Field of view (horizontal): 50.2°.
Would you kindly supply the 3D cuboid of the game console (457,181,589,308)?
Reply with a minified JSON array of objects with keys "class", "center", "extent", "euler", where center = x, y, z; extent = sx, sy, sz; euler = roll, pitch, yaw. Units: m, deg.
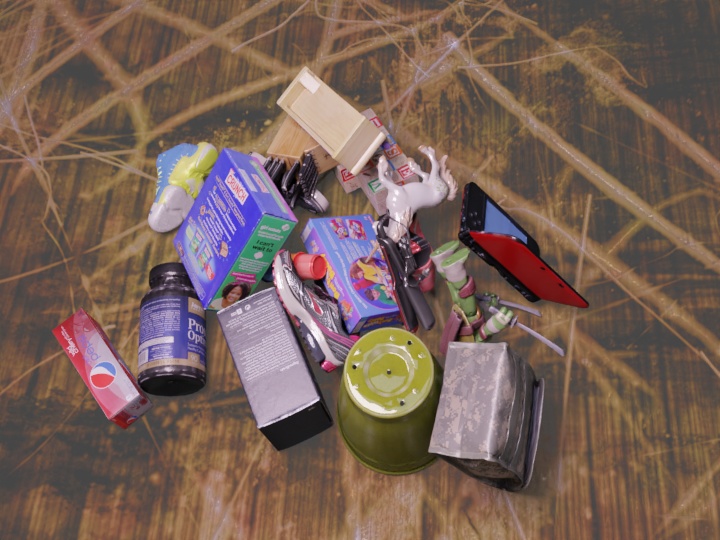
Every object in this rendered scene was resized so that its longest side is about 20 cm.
[{"class":"game console","center":[0.257,-0.042,1.195],"extent":[0.118,0.199,0.175],"euler":[-25,40,39]}]

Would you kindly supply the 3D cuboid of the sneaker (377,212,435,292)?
[{"class":"sneaker","center":[0.081,-0.037,1.315],"extent":[0.072,0.088,0.202],"euler":[-20,40,3]}]

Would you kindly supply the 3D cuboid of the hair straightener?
[{"class":"hair straightener","center":[0.079,-0.001,1.201],"extent":[0.076,0.041,0.204],"euler":[-13,97,38]}]

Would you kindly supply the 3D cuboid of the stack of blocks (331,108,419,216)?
[{"class":"stack of blocks","center":[0.014,-0.191,1.378],"extent":[0.114,0.059,0.201],"euler":[-26,52,-6]}]

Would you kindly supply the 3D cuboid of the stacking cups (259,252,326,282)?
[{"class":"stacking cups","center":[-0.140,-0.010,1.287],"extent":[0.197,0.060,0.062],"euler":[-2,60,36]}]

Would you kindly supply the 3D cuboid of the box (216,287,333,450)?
[{"class":"box","center":[-0.131,0.156,1.201],"extent":[0.103,0.149,0.202],"euler":[-23,63,-5]}]

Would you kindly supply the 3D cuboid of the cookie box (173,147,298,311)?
[{"class":"cookie box","center":[-0.208,-0.063,1.249],"extent":[0.201,0.074,0.172],"euler":[-54,50,25]}]

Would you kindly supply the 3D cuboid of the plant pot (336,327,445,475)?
[{"class":"plant pot","center":[0.048,0.179,1.141],"extent":[0.196,0.194,0.204],"euler":[-3,63,6]}]

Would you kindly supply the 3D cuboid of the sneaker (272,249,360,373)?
[{"class":"sneaker","center":[-0.072,0.055,1.197],"extent":[0.074,0.081,0.202],"euler":[-32,87,3]}]

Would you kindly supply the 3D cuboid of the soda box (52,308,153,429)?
[{"class":"soda box","center":[-0.429,0.162,1.279],"extent":[0.063,0.070,0.200],"euler":[-38,66,-11]}]

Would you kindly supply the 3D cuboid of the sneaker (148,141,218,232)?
[{"class":"sneaker","center":[-0.350,-0.160,1.433],"extent":[0.104,0.076,0.202],"euler":[17,60,28]}]

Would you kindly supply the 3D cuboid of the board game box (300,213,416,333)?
[{"class":"board game box","center":[0.000,0.000,1.279],"extent":[0.133,0.045,0.202],"euler":[-7,57,-37]}]

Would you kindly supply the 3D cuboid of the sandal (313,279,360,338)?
[{"class":"sandal","center":[-0.053,0.056,1.272],"extent":[0.081,0.054,0.203],"euler":[-35,54,36]}]

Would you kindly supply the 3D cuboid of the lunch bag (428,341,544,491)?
[{"class":"lunch bag","center":[0.198,0.216,1.107],"extent":[0.116,0.200,0.167],"euler":[-2,63,36]}]

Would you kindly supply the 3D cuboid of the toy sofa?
[{"class":"toy sofa","center":[-0.043,-0.242,1.270],"extent":[0.083,0.097,0.200],"euler":[-49,53,7]}]

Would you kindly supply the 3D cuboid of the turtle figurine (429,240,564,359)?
[{"class":"turtle figurine","center":[0.202,0.043,1.205],"extent":[0.197,0.196,0.144],"euler":[-18,20,30]}]

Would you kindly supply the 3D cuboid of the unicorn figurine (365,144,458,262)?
[{"class":"unicorn figurine","center":[0.075,-0.121,1.253],"extent":[0.197,0.074,0.140],"euler":[-21,78,-7]}]

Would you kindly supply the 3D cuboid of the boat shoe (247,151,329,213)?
[{"class":"boat shoe","center":[-0.152,-0.132,1.392],"extent":[0.198,0.075,0.093],"euler":[31,76,29]}]

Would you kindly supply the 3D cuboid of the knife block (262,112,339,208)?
[{"class":"knife block","center":[-0.126,-0.204,1.346],"extent":[0.173,0.064,0.201],"euler":[-25,52,-6]}]

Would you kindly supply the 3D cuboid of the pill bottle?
[{"class":"pill bottle","center":[-0.310,0.096,1.273],"extent":[0.109,0.112,0.204],"euler":[-7,64,3]}]
